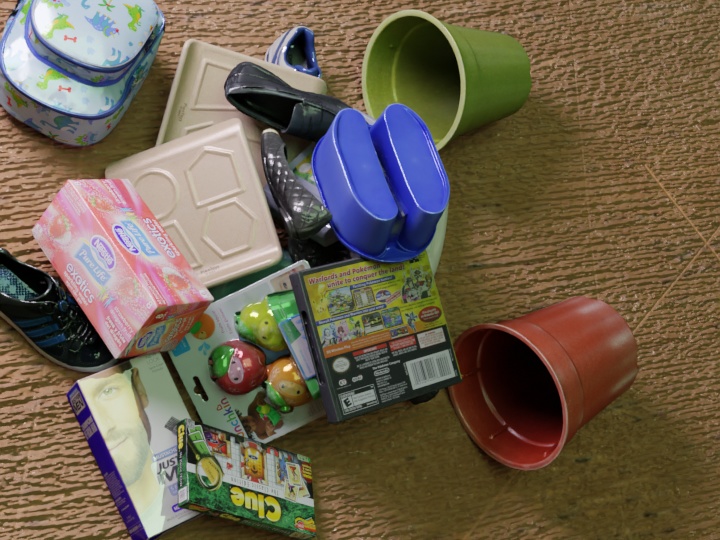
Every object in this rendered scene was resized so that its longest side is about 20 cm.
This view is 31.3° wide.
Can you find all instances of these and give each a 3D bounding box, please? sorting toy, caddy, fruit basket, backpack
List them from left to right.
[{"bbox_3d":[-0.352,-0.272,1.588,0.183,0.147,0.200,26,64,-12],"label":"backpack"},{"bbox_3d":[-0.206,-0.070,1.592,0.185,0.036,0.200,-19,75,6],"label":"sorting toy"},{"bbox_3d":[-0.159,-0.186,1.676,0.200,0.036,0.185,15,92,-18],"label":"sorting toy"},{"bbox_3d":[-0.115,0.110,1.548,0.200,0.094,0.185,-25,96,-7],"label":"fruit basket"},{"bbox_3d":[0.022,-0.106,1.562,0.141,0.105,0.200,-9,64,-21],"label":"caddy"}]

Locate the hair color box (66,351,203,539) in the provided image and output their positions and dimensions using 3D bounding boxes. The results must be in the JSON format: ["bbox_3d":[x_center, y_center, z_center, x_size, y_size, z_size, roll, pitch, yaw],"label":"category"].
[{"bbox_3d":[-0.249,0.205,1.499,0.109,0.065,0.200,-22,80,-30],"label":"hair color box"}]

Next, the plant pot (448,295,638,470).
[{"bbox_3d":[0.253,0.134,1.702,0.195,0.201,0.201,-22,81,-39],"label":"plant pot"}]

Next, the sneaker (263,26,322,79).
[{"bbox_3d":[-0.089,-0.235,1.733,0.075,0.088,0.200,0,72,-27],"label":"sneaker"}]

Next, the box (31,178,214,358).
[{"bbox_3d":[-0.279,-0.006,1.501,0.103,0.095,0.200,-6,53,-55],"label":"box"}]

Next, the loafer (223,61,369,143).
[{"bbox_3d":[-0.080,-0.195,1.629,0.200,0.068,0.070,24,41,-10],"label":"loafer"}]

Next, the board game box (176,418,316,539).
[{"bbox_3d":[-0.132,0.247,1.508,0.200,0.023,0.105,25,49,-41],"label":"board game box"}]

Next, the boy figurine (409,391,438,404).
[{"bbox_3d":[0.016,0.103,1.637,0.200,0.064,0.124,29,52,-26],"label":"boy figurine"}]

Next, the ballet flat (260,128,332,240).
[{"bbox_3d":[-0.084,-0.108,1.585,0.057,0.067,0.200,-19,46,-5],"label":"ballet flat"}]

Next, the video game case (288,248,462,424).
[{"bbox_3d":[0.021,0.071,1.543,0.200,0.025,0.181,-13,87,-37],"label":"video game case"}]

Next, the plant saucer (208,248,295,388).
[{"bbox_3d":[-0.110,0.055,1.640,0.200,0.036,0.200,9,66,-22],"label":"plant saucer"}]

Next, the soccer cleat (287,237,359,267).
[{"bbox_3d":[0.000,0.000,1.658,0.200,0.068,0.073,25,16,6],"label":"soccer cleat"}]

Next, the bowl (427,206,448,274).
[{"bbox_3d":[0.032,-0.081,1.739,0.200,0.075,0.200,20,62,-18],"label":"bowl"}]

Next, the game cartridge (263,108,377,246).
[{"bbox_3d":[-0.018,-0.122,1.661,0.133,0.040,0.200,33,61,22],"label":"game cartridge"}]

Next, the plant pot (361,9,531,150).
[{"bbox_3d":[0.138,-0.268,1.812,0.190,0.200,0.200,-12,75,-41],"label":"plant pot"}]

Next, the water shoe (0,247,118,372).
[{"bbox_3d":[-0.364,0.050,1.495,0.200,0.079,0.072,33,60,-10],"label":"water shoe"}]
